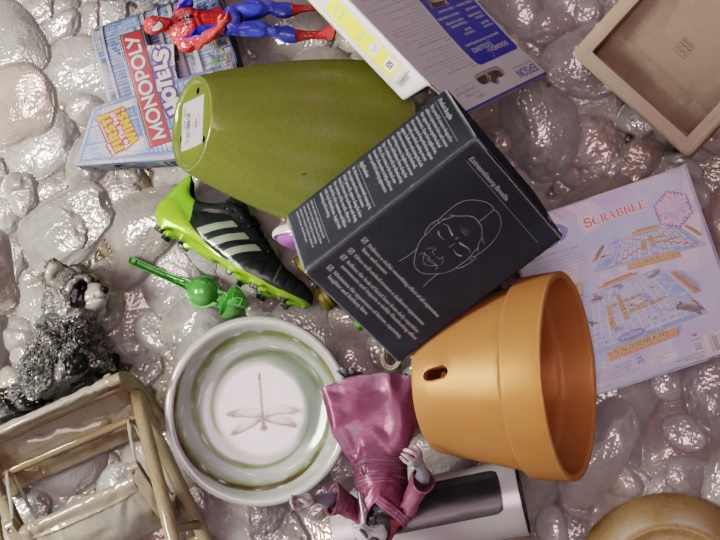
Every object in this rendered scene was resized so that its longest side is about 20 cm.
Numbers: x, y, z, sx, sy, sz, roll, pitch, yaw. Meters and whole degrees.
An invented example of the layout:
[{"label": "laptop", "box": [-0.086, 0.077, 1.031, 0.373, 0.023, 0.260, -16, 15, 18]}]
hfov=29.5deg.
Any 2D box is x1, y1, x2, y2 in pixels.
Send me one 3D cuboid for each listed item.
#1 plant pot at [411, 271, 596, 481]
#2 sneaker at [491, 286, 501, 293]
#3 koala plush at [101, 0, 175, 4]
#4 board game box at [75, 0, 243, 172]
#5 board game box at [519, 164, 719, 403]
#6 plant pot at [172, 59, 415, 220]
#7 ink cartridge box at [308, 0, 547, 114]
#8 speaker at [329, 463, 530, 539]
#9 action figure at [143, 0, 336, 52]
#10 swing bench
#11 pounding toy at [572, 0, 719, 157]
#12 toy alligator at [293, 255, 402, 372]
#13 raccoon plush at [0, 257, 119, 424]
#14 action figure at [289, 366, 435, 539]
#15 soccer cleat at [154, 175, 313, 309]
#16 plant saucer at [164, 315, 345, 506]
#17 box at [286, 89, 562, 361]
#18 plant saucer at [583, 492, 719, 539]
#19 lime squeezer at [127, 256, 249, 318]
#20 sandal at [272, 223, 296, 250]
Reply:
[{"label": "plant pot", "box": [0.137, 0.107, 1.329, 0.140, 0.200, 0.200, -6, 86, 23]}, {"label": "sneaker", "box": [0.116, -0.042, 1.407, 0.085, 0.074, 0.200, -20, 79, 44]}, {"label": "koala plush", "box": [-0.210, -0.386, 1.415, 0.184, 0.200, 0.177, 10, 73, 5]}, {"label": "board game box", "box": [-0.223, -0.188, 1.487, 0.200, 0.062, 0.200, -18, 85, 5]}, {"label": "board game box", "box": [0.274, 0.016, 1.422, 0.200, 0.041, 0.200, -18, 85, 6]}, {"label": "plant pot", "box": [-0.078, -0.131, 1.361, 0.200, 0.187, 0.187, 5, 86, -31]}, {"label": "ink cartridge box", "box": [0.072, -0.238, 1.395, 0.200, 0.198, 0.047, 50, 127, 7]}, {"label": "speaker", "box": [0.070, 0.253, 1.414, 0.200, 0.081, 0.081, -12, 85, 7]}, {"label": "action figure", "box": [-0.126, -0.274, 1.421, 0.200, 0.099, 0.065, -7, 69, -9]}, {"label": "swing bench", "box": [-0.292, 0.234, 1.439, 0.199, 0.130, 0.200, -23, 79, 6]}, {"label": "pounding toy", "box": [0.357, -0.230, 1.395, 0.184, 0.142, 0.200, 44, 103, 8]}, {"label": "toy alligator", "box": [-0.016, 0.022, 1.451, 0.059, 0.054, 0.200, -34, 83, 4]}, {"label": "raccoon plush", "box": [-0.352, 0.073, 1.477, 0.200, 0.097, 0.134, -22, 76, 6]}, {"label": "action figure", "box": [0.014, 0.201, 1.371, 0.134, 0.149, 0.200, -8, 67, 17]}, {"label": "soccer cleat", "box": [-0.127, -0.030, 1.466, 0.200, 0.068, 0.081, 32, 79, 8]}, {"label": "plant saucer", "box": [-0.106, 0.149, 1.457, 0.200, 0.050, 0.200, 0, 87, 7]}, {"label": "box", "box": [0.058, -0.041, 1.286, 0.200, 0.107, 0.148, -37, 123, 11]}, {"label": "plant saucer", "box": [0.317, 0.329, 1.400, 0.200, 0.035, 0.200, 0, 87, 8]}, {"label": "lime squeezer", "box": [-0.168, 0.025, 1.462, 0.200, 0.071, 0.038, 19, 98, 43]}, {"label": "sandal", "box": [0.004, -0.002, 1.397, 0.203, 0.082, 0.050, 18, 70, -26]}]
